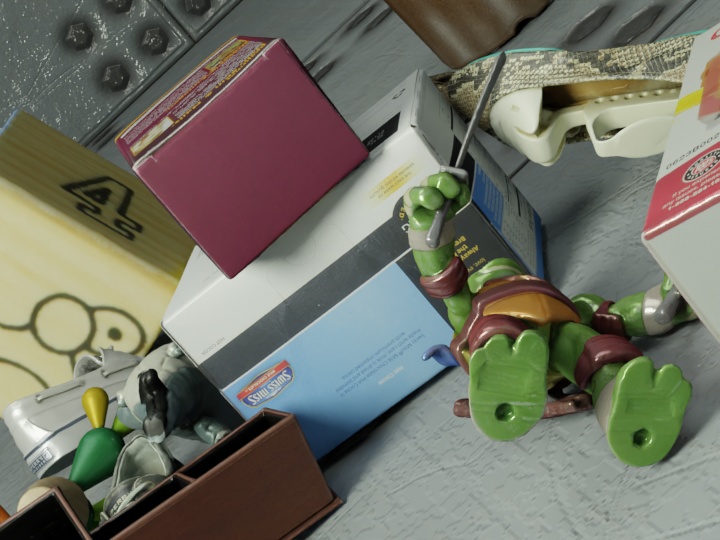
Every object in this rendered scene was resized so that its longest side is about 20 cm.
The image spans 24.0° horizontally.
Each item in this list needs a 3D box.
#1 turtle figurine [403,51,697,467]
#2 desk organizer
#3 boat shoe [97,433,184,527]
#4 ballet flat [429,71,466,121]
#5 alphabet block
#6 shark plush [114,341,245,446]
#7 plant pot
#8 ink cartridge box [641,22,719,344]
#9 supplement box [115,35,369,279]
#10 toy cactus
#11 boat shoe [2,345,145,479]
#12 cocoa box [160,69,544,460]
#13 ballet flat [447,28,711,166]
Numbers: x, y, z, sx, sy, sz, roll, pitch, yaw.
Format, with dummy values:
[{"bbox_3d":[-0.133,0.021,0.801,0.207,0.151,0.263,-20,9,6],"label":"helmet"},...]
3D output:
[{"bbox_3d":[0.096,-0.004,0.808,0.200,0.144,0.194,-43,19,12],"label":"turtle figurine"},{"bbox_3d":[-0.118,0.144,0.944,0.199,0.077,0.072,-34,40,-14],"label":"desk organizer"},{"bbox_3d":[-0.133,0.163,1.050,0.072,0.071,0.200,-41,17,3],"label":"boat shoe"},{"bbox_3d":[0.026,-0.093,1.385,0.200,0.046,0.067,-49,16,-22],"label":"ballet flat"},{"bbox_3d":[-0.272,0.008,1.474,0.196,0.199,0.197,-55,12,19],"label":"alphabet block"},{"bbox_3d":[-0.101,0.080,1.063,0.091,0.083,0.200,-48,-4,-9],"label":"shark plush"},{"bbox_3d":[0.077,-0.307,1.545,0.200,0.199,0.201,-38,17,14],"label":"plant pot"},{"bbox_3d":[0.221,-0.071,0.786,0.144,0.084,0.201,-32,19,34],"label":"ink cartridge box"},{"bbox_3d":[-0.077,-0.074,1.019,0.110,0.086,0.200,-41,14,-3],"label":"supplement box"},{"bbox_3d":[-0.205,0.156,1.147,0.200,0.102,0.165,-47,-7,-7],"label":"toy cactus"},{"bbox_3d":[-0.191,0.089,1.301,0.073,0.066,0.199,-42,-7,33],"label":"boat shoe"},{"bbox_3d":[0.000,0.000,1.044,0.199,0.131,0.134,-37,14,17],"label":"cocoa box"},{"bbox_3d":[0.138,-0.097,1.004,0.198,0.068,0.076,-4,51,24],"label":"ballet flat"}]
